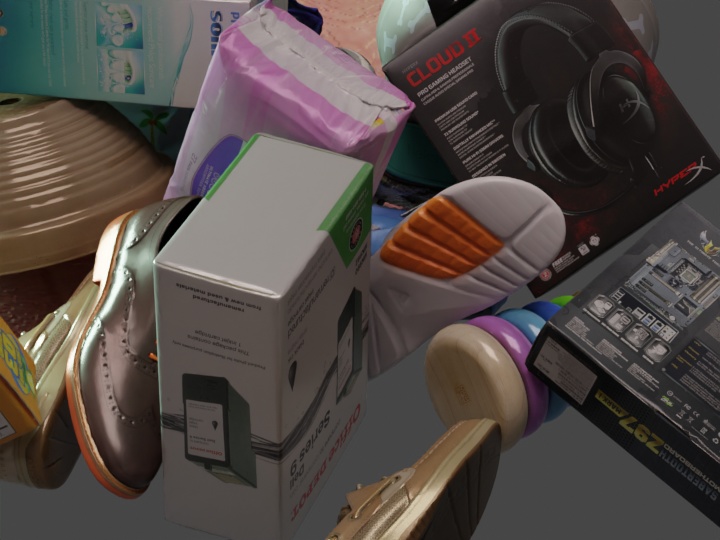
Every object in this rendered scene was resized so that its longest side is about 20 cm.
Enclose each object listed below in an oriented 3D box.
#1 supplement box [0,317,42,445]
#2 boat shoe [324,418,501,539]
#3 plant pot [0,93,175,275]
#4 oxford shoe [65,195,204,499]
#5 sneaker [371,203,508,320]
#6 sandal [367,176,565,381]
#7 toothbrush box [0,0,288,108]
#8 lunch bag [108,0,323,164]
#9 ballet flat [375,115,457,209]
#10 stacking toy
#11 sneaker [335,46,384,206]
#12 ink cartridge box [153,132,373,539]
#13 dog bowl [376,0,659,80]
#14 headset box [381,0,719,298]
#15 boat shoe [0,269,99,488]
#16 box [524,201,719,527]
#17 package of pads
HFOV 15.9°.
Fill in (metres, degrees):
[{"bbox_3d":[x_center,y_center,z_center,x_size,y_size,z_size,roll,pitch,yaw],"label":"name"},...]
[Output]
[{"bbox_3d":[-0.292,0.095,1.543,0.199,0.069,0.067,-24,39,6],"label":"supplement box"},{"bbox_3d":[0.016,0.148,1.508,0.064,0.072,0.200,20,44,26],"label":"boat shoe"},{"bbox_3d":[-0.227,-0.071,1.741,0.200,0.093,0.201,-12,17,4],"label":"plant pot"},{"bbox_3d":[-0.128,0.041,1.570,0.072,0.071,0.201,-26,50,39],"label":"oxford shoe"},{"bbox_3d":[0.000,0.000,1.708,0.199,0.066,0.079,5,37,8],"label":"sneaker"},{"bbox_3d":[0.042,-0.004,1.631,0.206,0.079,0.059,-35,14,30],"label":"sandal"},{"bbox_3d":[-0.156,-0.182,1.735,0.199,0.086,0.147,4,31,6],"label":"toothbrush box"},{"bbox_3d":[-0.139,-0.163,1.893,0.169,0.128,0.200,14,29,18],"label":"lunch bag"},{"bbox_3d":[0.082,-0.061,1.771,0.199,0.072,0.072,15,31,-24],"label":"ballet flat"},{"bbox_3d":[0.139,0.043,1.640,0.199,0.086,0.085,-24,42,-33],"label":"stacking toy"},{"bbox_3d":[-0.047,-0.112,1.816,0.115,0.075,0.200,23,29,-25],"label":"sneaker"},{"bbox_3d":[-0.055,0.044,1.544,0.084,0.201,0.146,15,40,17],"label":"ink cartridge box"},{"bbox_3d":[0.108,-0.141,1.793,0.199,0.201,0.059,1,51,5],"label":"dog bowl"},{"bbox_3d":[0.119,-0.106,1.669,0.148,0.201,0.077,-34,-2,6],"label":"headset box"},{"bbox_3d":[-0.191,0.056,1.631,0.064,0.072,0.200,3,36,18],"label":"boat shoe"},{"bbox_3d":[0.223,0.067,1.569,0.200,0.051,0.158,39,50,14],"label":"box"},{"bbox_3d":[-0.052,-0.058,1.624,0.120,0.200,0.076,38,44,15],"label":"package of pads"}]
